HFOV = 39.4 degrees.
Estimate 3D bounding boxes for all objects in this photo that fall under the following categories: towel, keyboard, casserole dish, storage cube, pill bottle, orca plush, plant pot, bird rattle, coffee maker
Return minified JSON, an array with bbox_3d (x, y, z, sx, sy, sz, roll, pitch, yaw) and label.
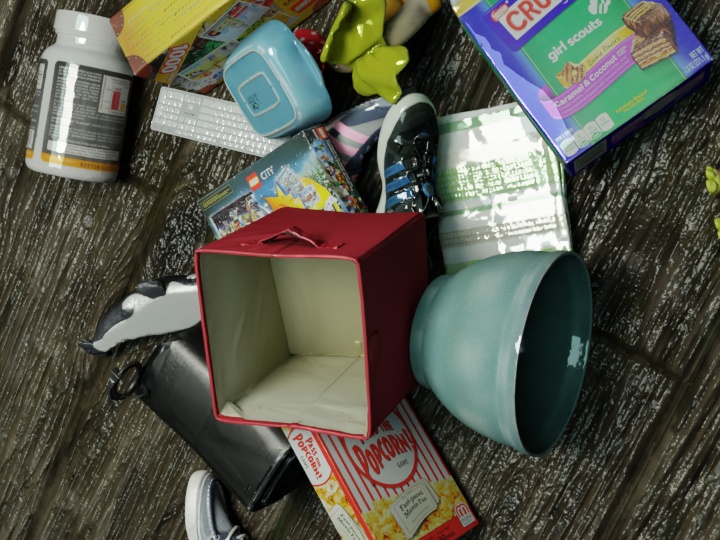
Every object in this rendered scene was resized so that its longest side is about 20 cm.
[{"bbox_3d":[0.151,-0.075,1.081,0.149,0.031,0.200,-8,90,28],"label":"towel"},{"bbox_3d":[-0.171,-0.181,1.237,0.200,0.011,0.056,16,97,24],"label":"keyboard"},{"bbox_3d":[-0.099,-0.202,1.109,0.039,0.200,0.121,-35,102,-20],"label":"casserole dish"},{"bbox_3d":[-0.037,0.041,0.996,0.171,0.180,0.200,3,107,23],"label":"storage cube"},{"bbox_3d":[-0.347,-0.216,1.261,0.116,0.116,0.200,14,97,24],"label":"pill bottle"},{"bbox_3d":[-0.256,0.047,1.266,0.200,0.071,0.105,-37,120,25],"label":"orca plush"},{"bbox_3d":[0.132,0.071,1.000,0.134,0.200,0.201,10,95,30],"label":"plant pot"},{"bbox_3d":[0.006,-0.247,1.094,0.163,0.200,0.113,-41,107,-13],"label":"bird rattle"},{"bbox_3d":[-0.150,0.169,1.134,0.200,0.192,0.135,40,136,22],"label":"coffee maker"}]

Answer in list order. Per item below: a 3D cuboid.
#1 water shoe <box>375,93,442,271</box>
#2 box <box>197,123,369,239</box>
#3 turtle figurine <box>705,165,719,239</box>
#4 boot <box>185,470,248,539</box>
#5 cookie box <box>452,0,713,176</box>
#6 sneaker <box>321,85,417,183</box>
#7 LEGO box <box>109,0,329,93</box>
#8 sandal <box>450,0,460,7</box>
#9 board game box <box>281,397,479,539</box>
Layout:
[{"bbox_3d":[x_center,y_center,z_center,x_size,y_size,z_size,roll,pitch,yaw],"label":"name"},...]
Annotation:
[{"bbox_3d":[0.063,-0.087,1.071,0.079,0.071,0.200,38,132,43],"label":"water shoe"},{"bbox_3d":[-0.085,-0.060,1.136,0.200,0.038,0.137,-26,91,42],"label":"box"},{"bbox_3d":[0.410,-0.085,0.935,0.161,0.064,0.200,-12,94,32],"label":"turtle figurine"},{"bbox_3d":[-0.149,0.336,1.208,0.090,0.073,0.200,-6,96,18],"label":"boot"},{"bbox_3d":[0.218,-0.226,1.000,0.171,0.075,0.200,-36,76,8],"label":"cookie box"},{"bbox_3d":[-0.009,-0.137,1.137,0.200,0.070,0.082,-26,92,29],"label":"sneaker"},{"bbox_3d":[-0.160,-0.298,1.154,0.200,0.149,0.077,-31,78,23],"label":"LEGO box"},{"bbox_3d":[0.165,-0.352,1.052,0.203,0.082,0.050,-43,31,21],"label":"sandal"},{"bbox_3d":[0.020,0.216,1.072,0.046,0.151,0.200,-41,74,38],"label":"board game box"}]
